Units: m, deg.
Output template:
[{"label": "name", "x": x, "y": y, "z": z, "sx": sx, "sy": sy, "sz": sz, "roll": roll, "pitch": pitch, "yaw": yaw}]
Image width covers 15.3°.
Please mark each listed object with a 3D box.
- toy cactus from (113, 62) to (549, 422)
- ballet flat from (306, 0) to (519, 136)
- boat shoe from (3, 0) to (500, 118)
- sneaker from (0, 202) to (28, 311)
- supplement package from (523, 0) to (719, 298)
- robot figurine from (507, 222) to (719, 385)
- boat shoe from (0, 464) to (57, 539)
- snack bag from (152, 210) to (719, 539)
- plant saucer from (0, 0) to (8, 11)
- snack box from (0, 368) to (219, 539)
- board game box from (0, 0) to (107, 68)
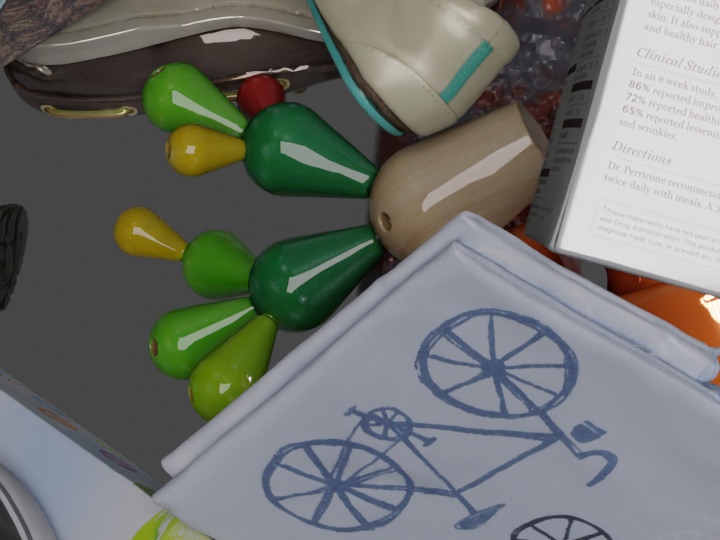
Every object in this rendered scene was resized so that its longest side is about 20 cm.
[{"label": "toy cactus", "x": 0.000, "y": 0.000, "z": 0.968, "sx": 0.164, "sy": 0.102, "sz": 0.201, "roll": -31, "pitch": 66, "yaw": 14}, {"label": "ballet flat", "x": -0.003, "y": -0.131, "z": 0.963, "sx": 0.069, "sy": 0.070, "sz": 0.201, "roll": -31, "pitch": 56, "yaw": -1}, {"label": "boat shoe", "x": -0.041, "y": -0.098, "z": 1.029, "sx": 0.198, "sy": 0.060, "sz": 0.072, "roll": -8, "pitch": 57, "yaw": -3}, {"label": "sneaker", "x": -0.206, "y": 0.038, "z": 0.957, "sx": 0.088, "sy": 0.077, "sz": 0.200, "roll": 36, "pitch": 81, "yaw": 17}, {"label": "supplement package", "x": 0.153, "y": -0.085, "z": 0.853, "sx": 0.151, "sy": 0.151, "sz": 0.201, "roll": 15, "pitch": 92, "yaw": 0}, {"label": "robot figurine", "x": 0.109, "y": 0.073, "z": 1.000, "sx": 0.143, "sy": 0.116, "sz": 0.201, "roll": -15, "pitch": 89, "yaw": -25}, {"label": "boat shoe", "x": -0.137, "y": 0.153, "z": 0.899, "sx": 0.069, "sy": 0.066, "sz": 0.201, "roll": -13, "pitch": 71, "yaw": 19}, {"label": "snack bag", "x": 0.059, "y": 0.073, "z": 0.880, "sx": 0.199, "sy": 0.188, "sz": 0.022, "roll": 29, "pitch": 47, "yaw": -19}, {"label": "plant saucer", "x": -0.194, "y": -0.129, "z": 0.899, "sx": 0.199, "sy": 0.027, "sz": 0.202, "roll": -4, "pitch": 71, "yaw": 10}, {"label": "snack box", "x": -0.137, "y": 0.137, "z": 0.979, "sx": 0.199, "sy": 0.068, "sz": 0.169, "roll": 31, "pitch": 88, "yaw": 29}, {"label": "board game box", "x": -0.203, "y": -0.159, "z": 0.977, "sx": 0.159, "sy": 0.097, "sz": 0.201, "roll": -32, "pitch": 69, "yaw": -1}]
